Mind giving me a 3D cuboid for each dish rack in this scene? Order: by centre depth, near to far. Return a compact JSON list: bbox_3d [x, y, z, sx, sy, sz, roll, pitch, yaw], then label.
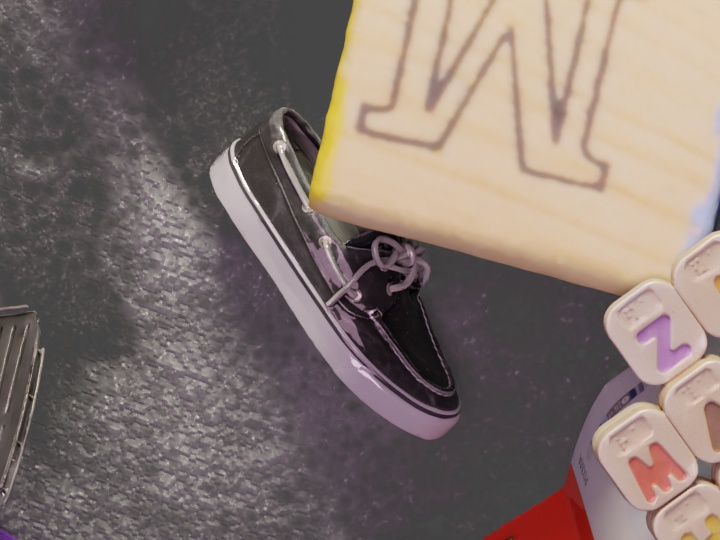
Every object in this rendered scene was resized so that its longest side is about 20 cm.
[{"bbox_3d":[-0.267,0.085,1.493,0.200,0.055,0.154,-7,62,35],"label":"dish rack"}]

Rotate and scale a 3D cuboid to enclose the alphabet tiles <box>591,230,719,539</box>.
[{"bbox_3d":[0.217,0.063,1.310,0.200,0.015,0.196,-36,108,2],"label":"alphabet tiles"}]

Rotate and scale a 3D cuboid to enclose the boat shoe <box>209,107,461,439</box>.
[{"bbox_3d":[0.001,-0.001,1.477,0.068,0.074,0.199,-39,81,28],"label":"boat shoe"}]

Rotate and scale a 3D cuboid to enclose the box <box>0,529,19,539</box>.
[{"bbox_3d":[-0.241,0.258,1.545,0.122,0.106,0.200,29,103,6],"label":"box"}]

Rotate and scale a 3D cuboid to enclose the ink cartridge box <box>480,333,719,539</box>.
[{"bbox_3d":[0.135,0.128,1.425,0.200,0.160,0.047,-35,117,13],"label":"ink cartridge box"}]

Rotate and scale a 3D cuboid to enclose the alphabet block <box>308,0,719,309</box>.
[{"bbox_3d":[0.103,-0.107,1.383,0.200,0.195,0.197,15,99,7],"label":"alphabet block"}]
